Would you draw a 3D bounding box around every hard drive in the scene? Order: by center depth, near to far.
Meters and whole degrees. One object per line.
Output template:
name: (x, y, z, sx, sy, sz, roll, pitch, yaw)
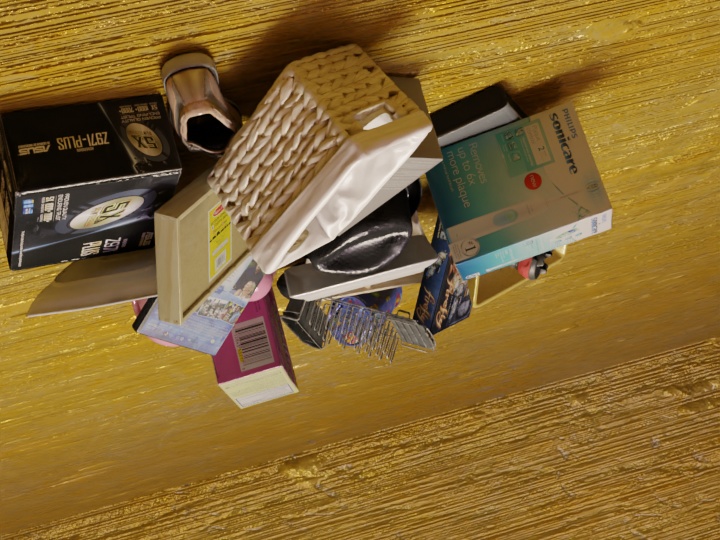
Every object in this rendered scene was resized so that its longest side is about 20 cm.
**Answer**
hard drive: (0.146, -0.163, 1.455, 0.138, 0.033, 0.200, -23, 162, 18)

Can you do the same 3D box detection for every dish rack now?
dish rack: (0.002, 0.082, 1.564, 0.198, 0.055, 0.154, 14, 166, 16)

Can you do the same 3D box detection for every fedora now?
fedora: (-0.007, -0.055, 1.452, 0.198, 0.092, 0.202, -13, 140, -11)

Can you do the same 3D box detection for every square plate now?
square plate: (-0.262, -0.014, 1.330, 0.198, 0.029, 0.198, -9, -156, 23)

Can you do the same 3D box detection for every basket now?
basket: (-0.048, -0.115, 1.165, 0.135, 0.124, 0.200, -29, 166, -49)

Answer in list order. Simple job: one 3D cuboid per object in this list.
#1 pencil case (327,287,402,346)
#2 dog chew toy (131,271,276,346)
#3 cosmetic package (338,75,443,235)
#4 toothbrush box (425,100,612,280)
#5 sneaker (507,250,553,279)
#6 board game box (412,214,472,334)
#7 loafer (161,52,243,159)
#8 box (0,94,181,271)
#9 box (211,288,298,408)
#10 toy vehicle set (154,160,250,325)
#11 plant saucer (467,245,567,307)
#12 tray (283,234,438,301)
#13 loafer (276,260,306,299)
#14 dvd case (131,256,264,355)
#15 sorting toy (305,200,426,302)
pencil case: (0.006, 0.052, 1.816, 0.078, 0.087, 0.200, -55, 176, 21)
dog chew toy: (-0.208, 0.024, 1.560, 0.198, 0.126, 0.125, -19, 165, -19)
cosmetic package: (-0.010, -0.125, 1.299, 0.089, 0.108, 0.199, -3, 160, -39)
toothbrush box: (0.190, -0.094, 1.403, 0.198, 0.148, 0.085, -18, 164, 6)
sneaker: (0.216, -0.093, 1.479, 0.097, 0.203, 0.071, 17, 168, 17)
board game box: (0.136, -0.018, 1.622, 0.034, 0.202, 0.135, 22, -159, 25)
loafer: (-0.156, -0.146, 1.160, 0.071, 0.064, 0.200, -16, 163, -1)
box: (-0.285, -0.086, 1.186, 0.162, 0.087, 0.200, -11, 162, -23)
box: (-0.167, 0.092, 1.700, 0.095, 0.178, 0.200, -16, 163, -1)
toy vehicle set: (-0.160, -0.043, 1.244, 0.026, 0.126, 0.200, 12, -150, 16)
plant saucer: (0.218, -0.073, 1.603, 0.199, 0.048, 0.202, -26, 135, -34)
tray: (0.000, 0.000, 1.511, 0.197, 0.022, 0.108, -15, -161, -3)
loafer: (-0.033, -0.003, 1.748, 0.198, 0.069, 0.070, -16, -166, -21)
dvd case: (-0.188, 0.009, 1.468, 0.142, 0.018, 0.201, 23, 103, -48)
sorting toy: (0.006, -0.047, 1.591, 0.197, 0.108, 0.181, -10, 153, -7)
